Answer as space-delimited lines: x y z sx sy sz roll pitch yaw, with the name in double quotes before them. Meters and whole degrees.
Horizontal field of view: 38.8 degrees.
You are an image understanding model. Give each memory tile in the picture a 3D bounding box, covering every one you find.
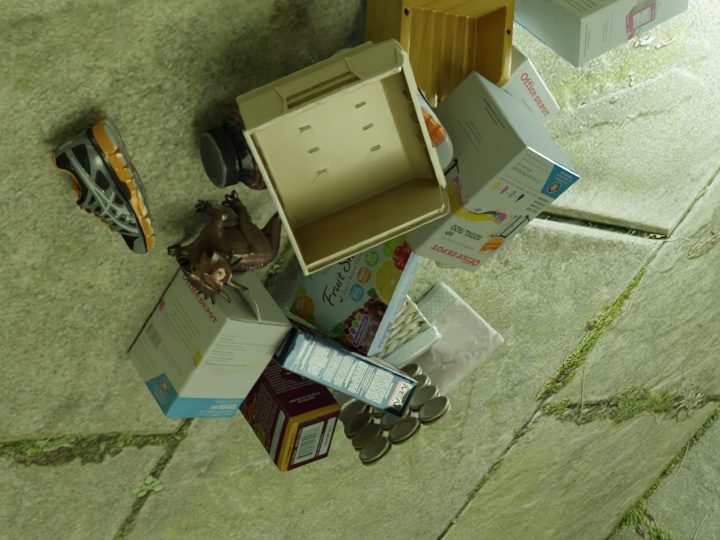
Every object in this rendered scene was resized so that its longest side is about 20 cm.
"memory tile" 0.046 0.208 1.495 0.153 0.200 0.017 -34 108 -3

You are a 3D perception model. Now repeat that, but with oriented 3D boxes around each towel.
"towel" 0.114 0.130 1.696 0.200 0.191 0.032 -42 129 1

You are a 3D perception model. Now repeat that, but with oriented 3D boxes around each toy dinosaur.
"toy dinosaur" -0.160 -0.024 1.315 0.200 0.136 0.086 -18 139 -30

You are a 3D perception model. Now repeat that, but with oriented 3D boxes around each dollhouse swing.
"dollhouse swing" 0.137 -0.292 1.249 0.200 0.176 0.182 -2 97 -42

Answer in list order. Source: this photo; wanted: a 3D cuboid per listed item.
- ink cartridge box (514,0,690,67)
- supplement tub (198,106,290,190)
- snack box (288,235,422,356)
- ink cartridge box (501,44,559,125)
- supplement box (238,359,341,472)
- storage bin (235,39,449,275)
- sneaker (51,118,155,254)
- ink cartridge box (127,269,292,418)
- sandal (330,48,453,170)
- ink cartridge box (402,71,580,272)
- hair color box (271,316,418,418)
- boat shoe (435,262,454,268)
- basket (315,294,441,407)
"ink cartridge box" 0.326 -0.378 1.379 0.200 0.145 0.085 -28 142 -17
"supplement tub" -0.094 -0.162 1.253 0.200 0.107 0.107 -22 141 -25
"snack box" 0.000 0.000 1.448 0.053 0.142 0.200 -3 118 -63
"ink cartridge box" 0.168 -0.217 1.458 0.200 0.084 0.145 -45 145 6
"supplement box" -0.122 0.183 1.519 0.086 0.200 0.111 -13 136 -32
"storage bin" -0.014 -0.131 1.162 0.198 0.094 0.200 -23 126 -2
"sneaker" -0.292 -0.090 1.184 0.077 0.078 0.200 -20 139 -6
"ink cartridge box" -0.200 0.087 1.404 0.125 0.129 0.200 11 121 -49
"sandal" 0.042 -0.200 1.230 0.079 0.059 0.207 -26 124 28
"ink cartridge box" 0.145 -0.121 1.331 0.200 0.145 0.147 -43 146 23
"hair color box" -0.028 0.135 1.452 0.200 0.100 0.061 26 91 -22
"boat shoe" 0.150 -0.082 1.547 0.200 0.073 0.065 -68 148 -47
"basket" 0.008 0.117 1.607 0.200 0.124 0.136 -33 173 -9
